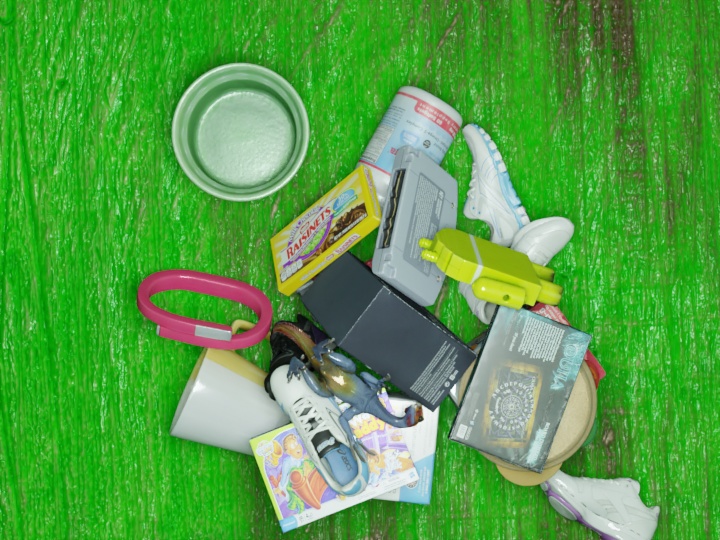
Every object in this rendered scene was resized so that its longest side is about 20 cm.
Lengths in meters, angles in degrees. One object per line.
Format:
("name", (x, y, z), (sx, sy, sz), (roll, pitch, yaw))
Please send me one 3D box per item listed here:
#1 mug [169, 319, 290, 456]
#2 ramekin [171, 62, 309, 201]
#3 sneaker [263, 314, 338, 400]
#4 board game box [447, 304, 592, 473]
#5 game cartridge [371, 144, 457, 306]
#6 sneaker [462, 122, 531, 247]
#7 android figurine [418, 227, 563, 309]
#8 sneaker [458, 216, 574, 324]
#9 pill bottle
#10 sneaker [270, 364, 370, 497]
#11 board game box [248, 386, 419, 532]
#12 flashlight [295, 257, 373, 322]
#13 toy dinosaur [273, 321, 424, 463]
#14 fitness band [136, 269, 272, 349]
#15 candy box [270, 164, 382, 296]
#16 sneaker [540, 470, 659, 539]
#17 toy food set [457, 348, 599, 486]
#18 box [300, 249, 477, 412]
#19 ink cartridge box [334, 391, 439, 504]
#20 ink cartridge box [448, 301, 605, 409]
("mug", (-0.172, 0.181, 1.709), (0.153, 0.149, 0.187), (24, 95, -8))
("ramekin", (-0.173, -0.198, 1.736), (0.199, 0.098, 0.201), (0, 88, -1))
("sneaker", (-0.108, 0.120, 1.688), (0.076, 0.200, 0.088), (-43, 86, 20))
("board game box", (0.214, 0.156, 1.576), (0.135, 0.028, 0.201), (21, 88, -1))
("game cartridge", (0.082, -0.059, 1.651), (0.133, 0.040, 0.201), (33, 61, -40))
("sneaker", (0.186, -0.121, 1.757), (0.086, 0.075, 0.201), (-24, 89, 4))
("android figurine", (0.175, -0.004, 1.606), (0.199, 0.182, 0.041), (17, 111, -10))
("sneaker", (0.240, 0.003, 1.719), (0.200, 0.075, 0.100), (-40, 45, 22))
("pill bottle", (0.059, -0.163, 1.735), (0.109, 0.109, 0.200), (29, 89, 0))
("sneaker", (-0.052, 0.208, 1.551), (0.072, 0.072, 0.200), (-35, 81, -1))
("board game box", (-0.036, 0.257, 1.607), (0.199, 0.045, 0.135), (-22, 87, -1))
("flashlight", (0.000, 0.000, 1.754), (0.200, 0.068, 0.068), (-33, 51, -4))
("toy dinosaur", (-0.001, 0.146, 1.549), (0.105, 0.200, 0.181), (-43, 131, 17))
("fitness band", (-0.227, 0.055, 1.712), (0.199, 0.144, 0.038), (13, 120, 0))
("candy box", (-0.052, -0.057, 1.699), (0.026, 0.102, 0.200), (28, 127, -38))
("sneaker", (0.354, 0.337, 1.750), (0.200, 0.075, 0.100), (34, 75, -4))
("toy food set", (0.233, 0.180, 1.615), (0.198, 0.049, 0.200), (-45, 90, -2))
("box", (0.035, 0.079, 1.647), (0.182, 0.200, 0.104), (37, 92, -24))
("ink cartridge box", (0.005, 0.248, 1.704), (0.199, 0.146, 0.147), (5, 88, 0))
("ink cartridge box", (0.224, 0.151, 1.712), (0.200, 0.145, 0.145), (-36, 90, -2))
